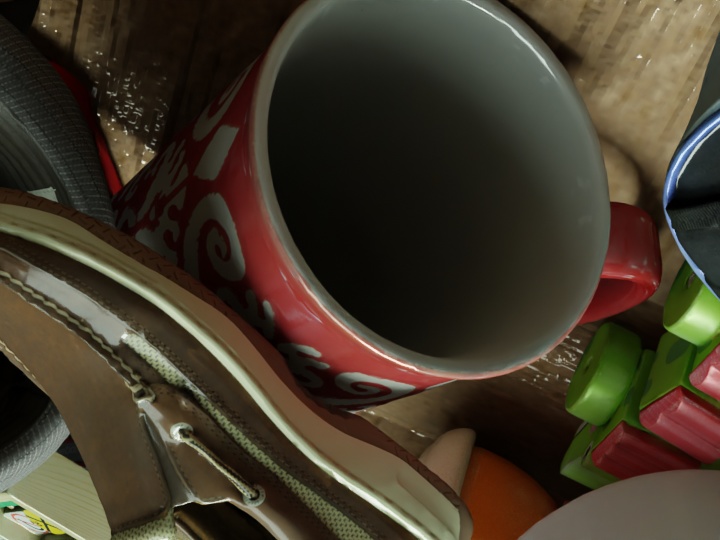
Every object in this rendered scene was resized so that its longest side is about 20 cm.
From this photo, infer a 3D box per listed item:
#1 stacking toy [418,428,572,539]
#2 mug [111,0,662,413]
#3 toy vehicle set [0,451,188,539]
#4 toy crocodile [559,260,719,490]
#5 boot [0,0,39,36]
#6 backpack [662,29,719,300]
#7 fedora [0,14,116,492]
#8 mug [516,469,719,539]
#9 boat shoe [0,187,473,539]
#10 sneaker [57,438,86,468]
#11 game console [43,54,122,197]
[{"bbox_3d":[0.103,0.159,0.958,0.198,0.147,0.147,16,147,4],"label":"stacking toy"},{"bbox_3d":[-0.006,0.008,0.819,0.177,0.134,0.200,36,149,-16],"label":"mug"},{"bbox_3d":[-0.142,0.124,1.041,0.124,0.027,0.199,34,156,-22],"label":"toy vehicle set"},{"bbox_3d":[0.124,0.044,0.846,0.067,0.062,0.200,28,148,-7],"label":"toy crocodile"},{"bbox_3d":[-0.213,-0.098,0.818,0.199,0.078,0.139,23,134,3],"label":"boot"},{"bbox_3d":[0.192,-0.042,0.597,0.199,0.148,0.183,-18,129,40],"label":"backpack"},{"bbox_3d":[-0.177,-0.010,0.773,0.199,0.178,0.090,36,161,-30],"label":"fedora"},{"bbox_3d":[0.140,0.178,0.821,0.185,0.154,0.150,7,125,-11],"label":"mug"},{"bbox_3d":[-0.058,0.055,0.732,0.202,0.075,0.075,35,154,-8],"label":"boat shoe"},{"bbox_3d":[-0.096,0.093,1.031,0.086,0.074,0.200,17,151,-6],"label":"sneaker"},{"bbox_3d":[-0.174,-0.020,0.955,0.175,0.031,0.201,3,142,15],"label":"game console"}]
